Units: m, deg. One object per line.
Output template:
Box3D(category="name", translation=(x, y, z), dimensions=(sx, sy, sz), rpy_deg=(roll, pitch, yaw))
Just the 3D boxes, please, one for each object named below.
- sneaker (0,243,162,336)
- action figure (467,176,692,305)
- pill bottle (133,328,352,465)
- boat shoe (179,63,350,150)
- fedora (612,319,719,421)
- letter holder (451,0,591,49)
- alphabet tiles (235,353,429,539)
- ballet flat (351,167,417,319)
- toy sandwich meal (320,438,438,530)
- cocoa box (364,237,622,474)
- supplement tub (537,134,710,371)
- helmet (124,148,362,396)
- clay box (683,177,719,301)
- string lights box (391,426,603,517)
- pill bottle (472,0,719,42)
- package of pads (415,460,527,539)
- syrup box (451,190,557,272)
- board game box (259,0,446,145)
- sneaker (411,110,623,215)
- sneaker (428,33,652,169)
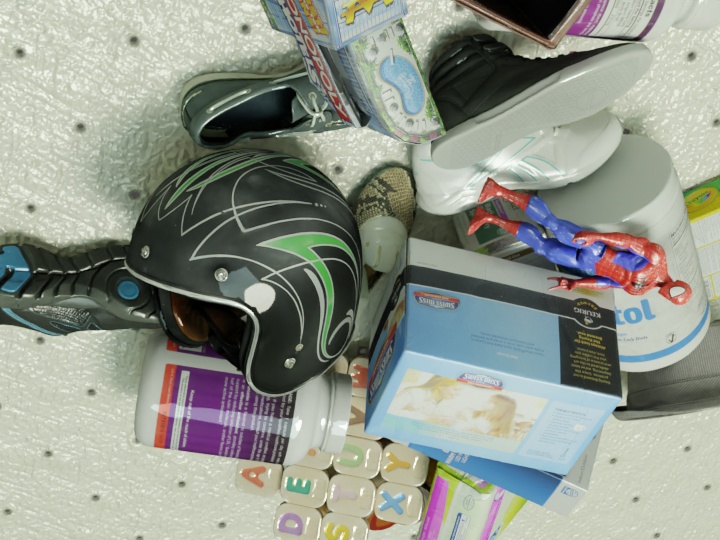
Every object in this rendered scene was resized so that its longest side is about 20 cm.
Box3D(category="sneaker", translation=(-0.249, 0.022, 1.117), dimensions=(0.198, 0.074, 0.082), rpy_deg=(9, 146, -18))
Box3D(category="action figure", translation=(0.191, -0.016, 1.055), dimensions=(0.199, 0.052, 0.066), rpy_deg=(21, 132, 7))
Box3D(category="pill bottle", translation=(-0.112, 0.124, 1.168), dimensions=(0.198, 0.113, 0.113), rpy_deg=(10, 124, -7))
Box3D(category="boat shoe", translation=(-0.053, -0.137, 1.037), dimensions=(0.198, 0.062, 0.073), rpy_deg=(-7, 128, -8))
Box3D(category="fedora", translation=(0.340, 0.101, 1.258), dimensions=(0.175, 0.091, 0.200), rpy_deg=(-9, 171, 0))
Box3D(category="letter holder", translation=(0.072, -0.269, 0.857), dimensions=(0.142, 0.200, 0.101), rpy_deg=(9, 127, -47))
Box3D(category="alphabet tiles", translation=(-0.026, 0.183, 1.235), dimensions=(0.194, 0.015, 0.202), rpy_deg=(11, 95, 7))
Box3D(category="ballet flat", translation=(0.000, 0.000, 1.144), dimensions=(0.067, 0.076, 0.201), rpy_deg=(21, 119, -25))
Box3D(category="toy sandwich meal", translation=(0.023, 0.225, 1.322), dimensions=(0.203, 0.070, 0.206), rpy_deg=(-7, 127, -9))
Box3D(category="cocoa box", translation=(0.115, 0.079, 1.088), dimensions=(0.198, 0.132, 0.134), rpy_deg=(13, 138, -9))
Box3D(category="supplement tub", translation=(0.253, -0.013, 1.162), dimensions=(0.131, 0.132, 0.201), rpy_deg=(-24, 128, 5))
Box3D(category="helmet", translation=(-0.096, -0.010, 1.040), dimensions=(0.198, 0.200, 0.192), rpy_deg=(-16, 122, -2))
Box3D(category="clay box", translation=(0.415, -0.055, 1.222), dimensions=(0.199, 0.048, 0.115), rpy_deg=(-23, 128, 2))
Box3D(category="string lights box", translation=(0.128, 0.145, 1.178), dimensions=(0.199, 0.103, 0.059), rpy_deg=(23, 141, 1))
Box3D(category="pill bottle", translation=(0.195, -0.244, 0.986), dimensions=(0.198, 0.113, 0.113), rpy_deg=(1, 126, -15))
Box3D(category="package of pads", translation=(0.135, 0.215, 1.278), dimensions=(0.068, 0.200, 0.155), rpy_deg=(27, 128, 21))
Box3D(category="syrup box", translation=(0.157, 0.028, 1.201), dimensions=(0.081, 0.079, 0.201), rpy_deg=(-21, 128, 3))
Box3D(category="board game box", translation=(-0.015, -0.183, 0.892), dimensions=(0.061, 0.200, 0.201), rpy_deg=(-28, 113, -10))
Box3D(category="sneaker", translation=(0.141, -0.114, 1.098), dimensions=(0.199, 0.071, 0.081), rpy_deg=(-17, 122, -2))
Box3D(category="sneaker", translation=(0.139, -0.169, 1.025), dimensions=(0.199, 0.100, 0.071), rpy_deg=(-23, 151, 19))
